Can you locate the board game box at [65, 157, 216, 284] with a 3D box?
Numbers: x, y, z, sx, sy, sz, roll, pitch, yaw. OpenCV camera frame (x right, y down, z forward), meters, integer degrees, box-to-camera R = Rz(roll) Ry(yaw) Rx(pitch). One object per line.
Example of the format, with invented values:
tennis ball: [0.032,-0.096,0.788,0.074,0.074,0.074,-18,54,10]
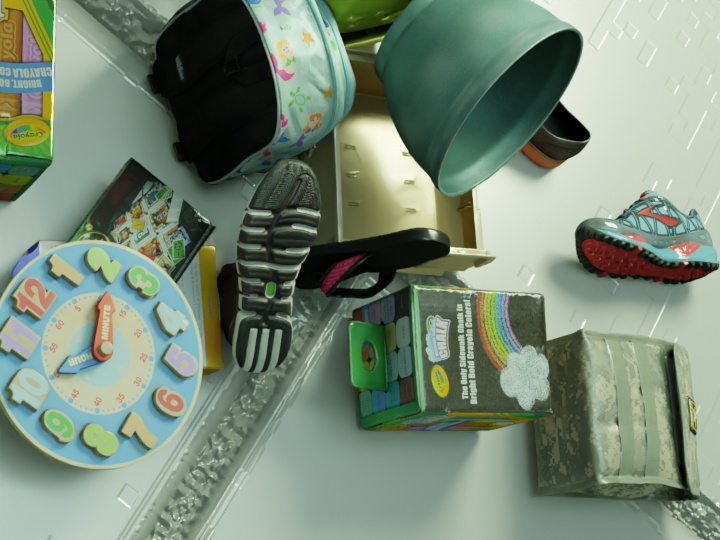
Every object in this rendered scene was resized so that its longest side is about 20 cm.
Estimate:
board game box: [-0.224,0.004,1.476,0.105,0.023,0.201,41,61,-15]

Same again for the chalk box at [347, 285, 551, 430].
chalk box: [0.070,0.088,1.600,0.198,0.124,0.126,4,75,-28]

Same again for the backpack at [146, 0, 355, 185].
backpack: [-0.094,-0.187,1.537,0.149,0.200,0.179,-17,85,-27]

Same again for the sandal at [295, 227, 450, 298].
sandal: [0.000,0.000,1.546,0.075,0.199,0.046,17,69,-43]

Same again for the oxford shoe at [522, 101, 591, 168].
oxford shoe: [0.166,-0.192,1.767,0.199,0.072,0.072,34,64,-18]

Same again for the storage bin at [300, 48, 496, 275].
storage bin: [0.039,-0.105,1.659,0.197,0.094,0.202,4,74,-28]

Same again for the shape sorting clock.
shape sorting clock: [-0.227,0.072,1.421,0.198,0.039,0.202,8,73,-26]

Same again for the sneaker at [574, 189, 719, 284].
sneaker: [0.310,-0.042,1.818,0.198,0.079,0.097,10,62,-36]

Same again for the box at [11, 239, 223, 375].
box: [-0.227,0.036,1.502,0.198,0.041,0.120,2,76,-27]

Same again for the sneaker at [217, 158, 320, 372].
sneaker: [-0.101,-0.014,1.533,0.075,0.115,0.202,9,100,-26]

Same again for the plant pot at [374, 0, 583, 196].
plant pot: [0.098,-0.192,1.566,0.134,0.201,0.200,43,56,18]

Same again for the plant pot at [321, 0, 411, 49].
plant pot: [-0.002,-0.333,1.636,0.199,0.181,0.201,-18,77,-31]

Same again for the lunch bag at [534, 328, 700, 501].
lunch bag: [0.285,0.157,1.718,0.198,0.117,0.166,7,72,-34]

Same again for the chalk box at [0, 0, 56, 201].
chalk box: [-0.342,-0.135,1.433,0.123,0.125,0.202,6,75,-28]
